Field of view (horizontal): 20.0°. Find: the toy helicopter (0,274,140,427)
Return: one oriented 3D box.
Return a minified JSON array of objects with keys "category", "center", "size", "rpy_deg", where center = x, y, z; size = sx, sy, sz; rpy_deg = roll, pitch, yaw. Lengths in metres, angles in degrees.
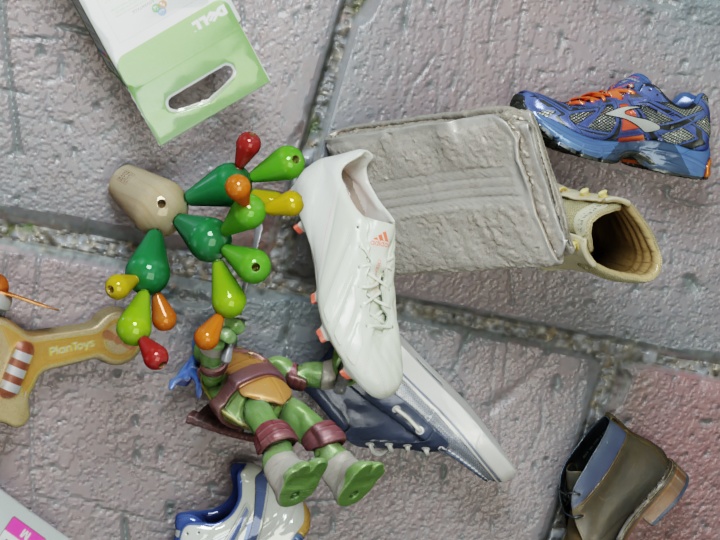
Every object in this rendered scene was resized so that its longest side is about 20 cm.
[{"category":"toy helicopter","center":[-0.265,0.056,1.604],"size":[0.199,0.079,0.133],"rpy_deg":[-11,102,-28]}]

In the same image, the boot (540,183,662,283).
[{"category":"boot","center":[0.138,-0.055,1.650],"size":[0.200,0.155,0.073],"rpy_deg":[38,80,-28]}]

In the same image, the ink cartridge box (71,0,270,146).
[{"category":"ink cartridge box","center":[-0.161,-0.209,1.549],"size":[0.104,0.059,0.200],"rpy_deg":[-31,115,-8]}]

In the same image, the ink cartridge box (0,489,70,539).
[{"category":"ink cartridge box","center":[-0.347,0.232,1.592],"size":[0.200,0.043,0.174],"rpy_deg":[44,70,-36]}]

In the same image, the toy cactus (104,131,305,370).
[{"category":"toy cactus","center":[-0.136,-0.033,1.556],"size":[0.200,0.165,0.102],"rpy_deg":[-55,145,-3]}]

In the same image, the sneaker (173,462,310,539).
[{"category":"sneaker","center":[-0.137,0.245,1.709],"size":[0.200,0.075,0.088],"rpy_deg":[-46,105,-8]}]

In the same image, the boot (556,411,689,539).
[{"category":"boot","center":[0.192,0.221,1.820],"size":[0.200,0.075,0.097],"rpy_deg":[-46,104,-9]}]

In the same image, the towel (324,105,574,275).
[{"category":"towel","center":[0.069,-0.059,1.617],"size":[0.034,0.199,0.133],"rpy_deg":[-39,115,-46]}]

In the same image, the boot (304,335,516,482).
[{"category":"boot","center":[0.040,0.128,1.733],"size":[0.090,0.073,0.200],"rpy_deg":[-42,108,5]}]

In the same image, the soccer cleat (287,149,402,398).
[{"category":"soccer cleat","center":[0.000,0.000,1.594],"size":[0.077,0.201,0.069],"rpy_deg":[-28,158,29]}]

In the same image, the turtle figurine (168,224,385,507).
[{"category":"turtle figurine","center":[-0.051,0.078,1.601],"size":[0.200,0.194,0.144],"rpy_deg":[-34,148,-1]}]

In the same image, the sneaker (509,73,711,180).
[{"category":"sneaker","center":[0.211,-0.129,1.712],"size":[0.199,0.075,0.079],"rpy_deg":[8,95,-30]}]
